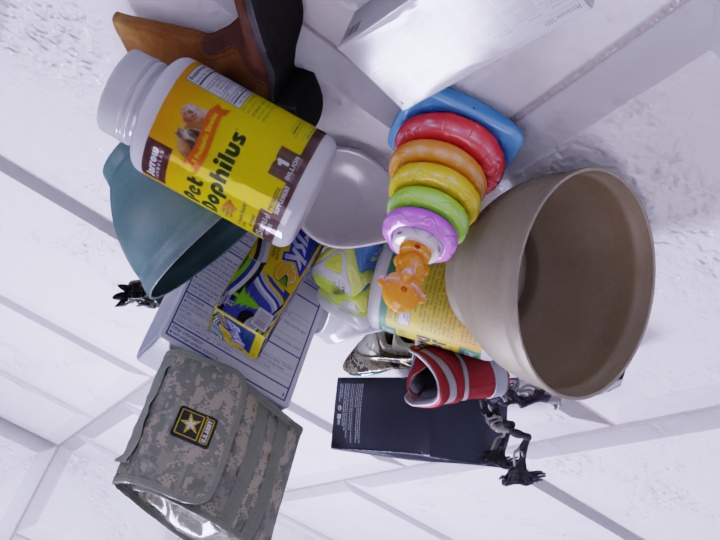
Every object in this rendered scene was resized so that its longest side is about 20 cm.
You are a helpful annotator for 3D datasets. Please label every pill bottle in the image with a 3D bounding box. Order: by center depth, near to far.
[{"bbox_3d":[-0.127,-0.112,0.729,0.197,0.111,0.110,28,151,-2],"label":"pill bottle"},{"bbox_3d":[0.115,0.034,0.917,0.196,0.115,0.114,15,151,11],"label":"pill bottle"}]

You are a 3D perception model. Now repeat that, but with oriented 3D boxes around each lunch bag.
[{"bbox_3d":[-0.174,0.207,0.933,0.116,0.167,0.200,-13,135,35],"label":"lunch bag"}]

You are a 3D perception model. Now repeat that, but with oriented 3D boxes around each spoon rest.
[{"bbox_3d":[0.027,-0.061,0.840,0.196,0.102,0.061,15,-179,-4],"label":"spoon rest"},{"bbox_3d":[-0.011,0.057,1.096,0.098,0.062,0.199,33,150,-20],"label":"spoon rest"}]

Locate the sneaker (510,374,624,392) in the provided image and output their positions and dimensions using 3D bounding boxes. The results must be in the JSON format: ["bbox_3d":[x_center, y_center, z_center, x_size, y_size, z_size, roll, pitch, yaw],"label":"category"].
[{"bbox_3d":[0.222,0.091,0.981,0.195,0.081,0.088,1,121,12],"label":"sneaker"}]

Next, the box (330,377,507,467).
[{"bbox_3d":[0.089,0.221,1.195,0.179,0.107,0.198,-5,163,40],"label":"box"}]

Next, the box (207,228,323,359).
[{"bbox_3d":[-0.084,-0.011,0.880,0.063,0.202,0.070,30,151,-1],"label":"box"}]

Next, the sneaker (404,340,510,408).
[{"bbox_3d":[0.080,0.100,0.990,0.110,0.073,0.199,-8,-159,-24],"label":"sneaker"}]

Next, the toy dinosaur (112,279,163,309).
[{"bbox_3d":[-0.280,0.016,1.211,0.197,0.104,0.135,-23,147,29],"label":"toy dinosaur"}]

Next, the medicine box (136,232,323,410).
[{"bbox_3d":[-0.155,0.057,1.046,0.180,0.203,0.102,32,145,-19],"label":"medicine box"}]

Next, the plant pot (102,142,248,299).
[{"bbox_3d":[-0.185,-0.087,0.866,0.135,0.200,0.200,49,148,0],"label":"plant pot"}]

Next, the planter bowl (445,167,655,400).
[{"bbox_3d":[0.164,0.006,0.773,0.200,0.203,0.134,42,161,-33],"label":"planter bowl"}]

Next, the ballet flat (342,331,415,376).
[{"bbox_3d":[0.055,0.105,1.140,0.196,0.068,0.077,-2,123,31],"label":"ballet flat"}]

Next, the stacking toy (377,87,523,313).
[{"bbox_3d":[0.060,-0.048,0.725,0.114,0.203,0.110,23,151,-6],"label":"stacking toy"}]

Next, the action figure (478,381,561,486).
[{"bbox_3d":[0.202,0.179,1.111,0.118,0.100,0.205,24,126,62],"label":"action figure"}]

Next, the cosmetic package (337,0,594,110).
[{"bbox_3d":[0.076,-0.198,0.622,0.082,0.051,0.198,39,147,-25],"label":"cosmetic package"}]

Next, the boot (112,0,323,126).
[{"bbox_3d":[-0.140,-0.218,0.751,0.196,0.069,0.189,19,159,22],"label":"boot"}]

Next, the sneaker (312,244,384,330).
[{"bbox_3d":[0.000,0.000,0.959,0.075,0.106,0.200,29,166,9],"label":"sneaker"}]
